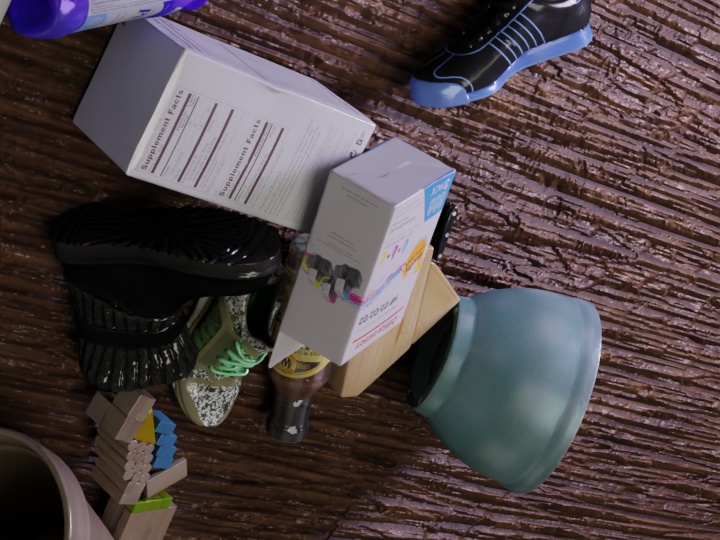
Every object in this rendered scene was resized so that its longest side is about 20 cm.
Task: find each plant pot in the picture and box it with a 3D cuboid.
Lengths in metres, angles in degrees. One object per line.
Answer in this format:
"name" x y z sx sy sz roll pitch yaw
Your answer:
"plant pot" -0.295 0.252 1.451 0.200 0.200 0.174 -46 150 -2
"plant pot" 0.127 0.100 1.642 0.134 0.200 0.201 22 105 -13

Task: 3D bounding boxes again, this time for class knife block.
"knife block" 0.007 -0.004 1.563 0.200 0.064 0.176 -43 132 -4

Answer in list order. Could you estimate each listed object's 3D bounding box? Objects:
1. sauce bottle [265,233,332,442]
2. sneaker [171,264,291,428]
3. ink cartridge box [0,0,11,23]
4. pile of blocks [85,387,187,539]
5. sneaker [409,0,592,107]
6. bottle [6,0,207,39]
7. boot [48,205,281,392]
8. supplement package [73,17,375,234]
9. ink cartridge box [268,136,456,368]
"sauce bottle" -0.051 0.066 1.565 0.065 0.065 0.200 -6 119 -32
"sneaker" -0.111 0.062 1.505 0.077 0.089 0.200 0 117 -35
"ink cartridge box" -0.336 -0.194 1.197 0.145 0.087 0.200 17 105 -39
"pile of blocks" -0.207 0.167 1.530 0.082 0.062 0.200 -25 138 -35
"sneaker" 0.123 -0.214 1.515 0.200 0.070 0.078 -28 126 -25
"bottle" -0.171 -0.223 1.286 0.200 0.083 0.065 -20 102 -42
"boot" -0.152 0.029 1.406 0.079 0.211 0.158 -53 142 -48
"supplement package" -0.111 -0.120 1.377 0.200 0.114 0.110 18 105 -39
"ink cartridge box" 0.000 0.000 1.429 0.115 0.068 0.200 -32 147 -55
